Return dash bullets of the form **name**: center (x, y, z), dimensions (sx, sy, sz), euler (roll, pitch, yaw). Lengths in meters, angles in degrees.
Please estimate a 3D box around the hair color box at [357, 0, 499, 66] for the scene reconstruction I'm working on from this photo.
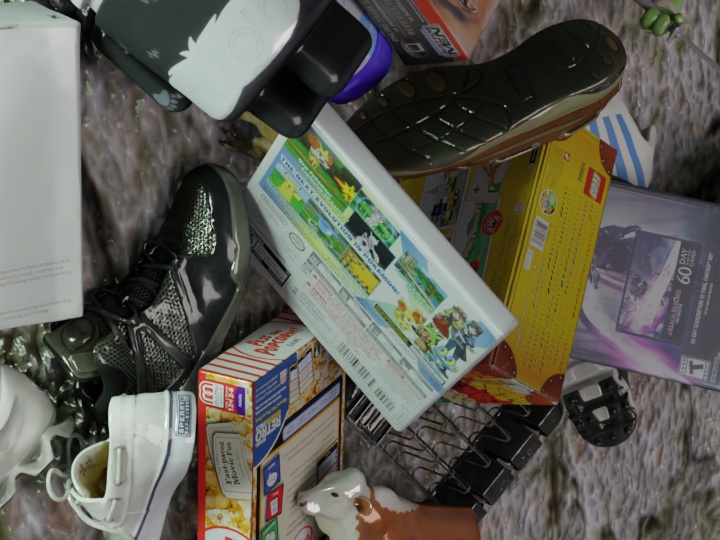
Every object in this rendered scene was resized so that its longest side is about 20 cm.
- **hair color box**: center (0.065, -0.254, 1.190), dimensions (0.111, 0.064, 0.200), euler (49, 57, -36)

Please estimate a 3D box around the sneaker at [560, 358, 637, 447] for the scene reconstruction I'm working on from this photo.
- **sneaker**: center (0.173, 0.045, 1.414), dimensions (0.066, 0.091, 0.200), euler (-22, 103, 16)

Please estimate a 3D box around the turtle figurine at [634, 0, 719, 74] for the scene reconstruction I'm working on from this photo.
- **turtle figurine**: center (0.236, -0.256, 1.280), dimensions (0.194, 0.200, 0.144), euler (12, 134, -14)

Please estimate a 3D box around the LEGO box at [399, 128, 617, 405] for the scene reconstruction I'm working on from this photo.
- **LEGO box**: center (0.089, -0.008, 1.245), dimensions (0.077, 0.149, 0.200), euler (29, 70, -37)

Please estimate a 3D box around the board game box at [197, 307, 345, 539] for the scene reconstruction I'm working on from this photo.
- **board game box**: center (-0.063, 0.142, 1.251), dimensions (0.151, 0.046, 0.200), euler (-34, 130, -58)

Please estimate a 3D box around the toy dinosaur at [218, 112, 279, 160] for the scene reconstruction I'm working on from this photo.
- **toy dinosaur**: center (-0.049, -0.092, 1.188), dimensions (0.058, 0.101, 0.200), euler (-49, 126, -10)

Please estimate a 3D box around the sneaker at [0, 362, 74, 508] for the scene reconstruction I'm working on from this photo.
- **sneaker**: center (-0.288, 0.143, 1.132), dimensions (0.200, 0.074, 0.089), euler (-52, 128, -20)

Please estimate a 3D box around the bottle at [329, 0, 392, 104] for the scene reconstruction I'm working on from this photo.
- **bottle**: center (-0.060, -0.197, 1.155), dimensions (0.065, 0.084, 0.200), euler (-33, 130, 22)

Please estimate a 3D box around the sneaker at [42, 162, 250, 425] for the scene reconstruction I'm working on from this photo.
- **sneaker**: center (-0.147, 0.019, 1.178), dimensions (0.114, 0.076, 0.199), euler (8, 107, -42)

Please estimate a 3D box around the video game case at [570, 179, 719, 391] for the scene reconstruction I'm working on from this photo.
- **video game case**: center (0.198, 0.003, 1.323), dimensions (0.200, 0.019, 0.143), euler (13, 85, 1)

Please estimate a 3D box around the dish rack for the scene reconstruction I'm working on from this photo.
- **dish rack**: center (0.070, 0.110, 1.374), dimensions (0.153, 0.055, 0.200), euler (-51, 125, -11)

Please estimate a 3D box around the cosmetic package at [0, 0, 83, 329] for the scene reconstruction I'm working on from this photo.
- **cosmetic package**: center (-0.241, -0.065, 1.082), dimensions (0.113, 0.081, 0.200), euler (-8, 110, -32)

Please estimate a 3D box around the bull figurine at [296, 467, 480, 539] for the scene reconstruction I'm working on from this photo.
- **bull figurine**: center (0.018, 0.215, 1.294), dimensions (0.200, 0.065, 0.121), euler (18, 104, -48)

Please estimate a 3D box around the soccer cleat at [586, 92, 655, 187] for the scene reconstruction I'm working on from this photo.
- **soccer cleat**: center (0.164, -0.122, 1.353), dimensions (0.200, 0.070, 0.086), euler (31, 71, -39)

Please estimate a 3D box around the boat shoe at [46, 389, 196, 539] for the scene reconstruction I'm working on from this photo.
- **boat shoe**: center (-0.173, 0.141, 1.169), dimensions (0.086, 0.202, 0.075), euler (6, 60, -15)

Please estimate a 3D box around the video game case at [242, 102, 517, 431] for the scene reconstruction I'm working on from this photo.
- **video game case**: center (0.000, 0.000, 1.154), dimensions (0.022, 0.182, 0.200), euler (-37, 83, -32)

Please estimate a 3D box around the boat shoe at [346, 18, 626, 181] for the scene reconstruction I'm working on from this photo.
- **boat shoe**: center (0.088, -0.101, 1.160), dimensions (0.200, 0.076, 0.074), euler (-19, 152, -2)

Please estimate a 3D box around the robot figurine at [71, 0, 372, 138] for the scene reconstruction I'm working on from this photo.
- **robot figurine**: center (-0.091, -0.172, 1.035), dimensions (0.200, 0.125, 0.150), euler (38, 89, -7)

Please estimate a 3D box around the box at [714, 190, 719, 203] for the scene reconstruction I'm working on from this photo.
- **box**: center (0.396, 0.013, 1.427), dimensions (0.200, 0.199, 0.171), euler (23, 93, -6)
